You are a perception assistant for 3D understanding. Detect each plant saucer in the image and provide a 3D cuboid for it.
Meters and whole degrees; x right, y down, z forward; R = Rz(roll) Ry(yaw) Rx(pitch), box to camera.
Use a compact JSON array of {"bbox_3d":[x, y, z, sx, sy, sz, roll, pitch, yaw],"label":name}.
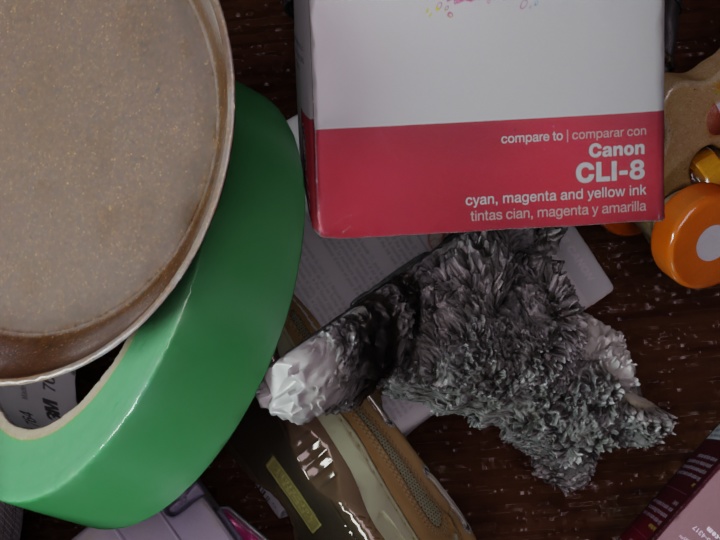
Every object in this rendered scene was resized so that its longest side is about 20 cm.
[{"bbox_3d":[-0.130,-0.057,0.619,0.198,0.034,0.202,-2,86,24],"label":"plant saucer"}]

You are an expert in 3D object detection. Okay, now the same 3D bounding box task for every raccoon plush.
[{"bbox_3d":[0.046,0.061,0.702,0.199,0.097,0.135,-34,91,-36],"label":"raccoon plush"}]

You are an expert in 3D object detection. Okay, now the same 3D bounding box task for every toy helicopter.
[{"bbox_3d":[0.190,-0.090,0.743,0.131,0.079,0.202,-1,113,-25],"label":"toy helicopter"}]

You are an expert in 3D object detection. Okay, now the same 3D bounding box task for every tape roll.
[{"bbox_3d":[-0.103,0.007,0.686,0.048,0.200,0.202,23,87,-35],"label":"tape roll"}]

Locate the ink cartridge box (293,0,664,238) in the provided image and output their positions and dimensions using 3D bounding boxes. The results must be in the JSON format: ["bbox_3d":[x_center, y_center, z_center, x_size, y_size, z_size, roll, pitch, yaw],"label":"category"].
[{"bbox_3d":[0.043,-0.129,0.669,0.143,0.145,0.202,-3,103,-3],"label":"ink cartridge box"}]

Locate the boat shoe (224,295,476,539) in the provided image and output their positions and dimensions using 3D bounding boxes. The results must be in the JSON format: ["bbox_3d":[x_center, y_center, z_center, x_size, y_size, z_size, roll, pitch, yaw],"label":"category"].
[{"bbox_3d":[-0.017,0.064,0.729,0.076,0.072,0.201,-25,80,-40],"label":"boat shoe"}]

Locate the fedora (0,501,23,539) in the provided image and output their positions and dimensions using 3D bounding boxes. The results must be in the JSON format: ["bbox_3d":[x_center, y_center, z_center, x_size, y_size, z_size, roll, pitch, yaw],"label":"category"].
[{"bbox_3d":[-0.252,0.104,0.776,0.198,0.090,0.179,1,86,4],"label":"fedora"}]

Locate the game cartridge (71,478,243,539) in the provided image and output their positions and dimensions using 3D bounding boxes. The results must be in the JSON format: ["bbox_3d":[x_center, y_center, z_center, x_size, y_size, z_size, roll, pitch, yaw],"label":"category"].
[{"bbox_3d":[-0.073,0.202,0.716,0.129,0.038,0.201,-38,78,3],"label":"game cartridge"}]

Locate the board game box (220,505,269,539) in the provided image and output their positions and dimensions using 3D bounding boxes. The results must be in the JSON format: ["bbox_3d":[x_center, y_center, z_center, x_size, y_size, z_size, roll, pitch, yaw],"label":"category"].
[{"bbox_3d":[-0.057,0.253,0.779,0.200,0.026,0.200,39,89,7],"label":"board game box"}]

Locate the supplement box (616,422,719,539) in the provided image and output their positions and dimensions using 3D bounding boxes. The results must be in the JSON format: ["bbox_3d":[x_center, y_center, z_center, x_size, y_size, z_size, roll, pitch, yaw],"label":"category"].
[{"bbox_3d":[0.136,0.151,0.729,0.061,0.109,0.200,42,90,7],"label":"supplement box"}]

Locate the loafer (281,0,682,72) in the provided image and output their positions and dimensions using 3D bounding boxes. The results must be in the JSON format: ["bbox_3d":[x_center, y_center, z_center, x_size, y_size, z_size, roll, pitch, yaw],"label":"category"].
[{"bbox_3d":[0.057,-0.122,0.775,0.198,0.073,0.073,2,78,6],"label":"loafer"}]

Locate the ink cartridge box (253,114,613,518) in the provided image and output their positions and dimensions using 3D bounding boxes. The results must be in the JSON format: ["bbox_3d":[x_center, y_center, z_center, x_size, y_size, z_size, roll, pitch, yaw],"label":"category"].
[{"bbox_3d":[0.000,0.000,0.797,0.199,0.047,0.161,-32,82,-15],"label":"ink cartridge box"}]
